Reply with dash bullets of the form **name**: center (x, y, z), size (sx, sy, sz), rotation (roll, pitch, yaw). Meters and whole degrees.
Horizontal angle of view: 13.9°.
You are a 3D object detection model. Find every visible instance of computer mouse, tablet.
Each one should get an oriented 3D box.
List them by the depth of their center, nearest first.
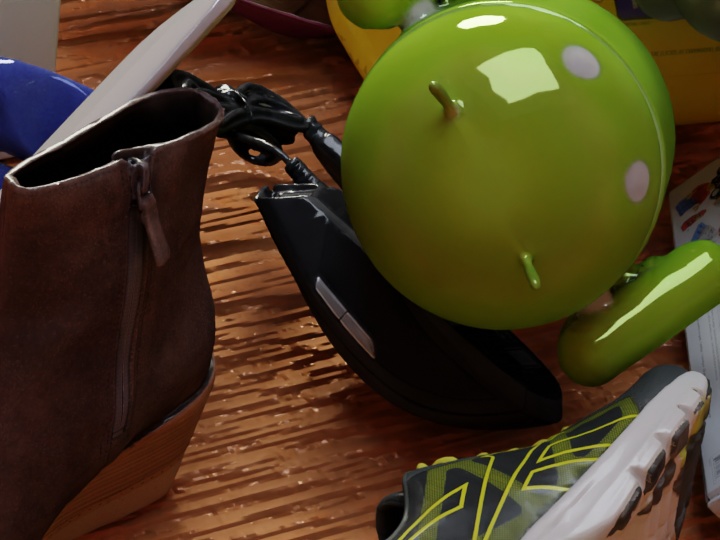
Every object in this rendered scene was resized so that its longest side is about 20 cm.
- **tablet**: center (-0.122, -0.022, 1.039), size (0.014, 0.130, 0.200), rotation (43, 79, -8)
- **computer mouse**: center (0.000, 0.000, 1.148), size (0.200, 0.046, 0.140), rotation (42, 12, 10)

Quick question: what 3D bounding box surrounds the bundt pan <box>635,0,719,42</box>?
- **bundt pan**: center (0.171, -0.150, 1.177), size (0.201, 0.076, 0.202), rotation (4, 35, -3)

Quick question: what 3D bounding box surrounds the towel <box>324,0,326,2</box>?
- **towel**: center (0.067, -0.126, 1.360), size (0.144, 0.024, 0.200), rotation (-20, 44, -35)

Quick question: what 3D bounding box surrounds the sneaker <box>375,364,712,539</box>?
- **sneaker**: center (0.055, 0.083, 1.025), size (0.084, 0.075, 0.200), rotation (24, 39, 22)

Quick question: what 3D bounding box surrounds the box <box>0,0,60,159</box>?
- **box**: center (-0.222, -0.131, 1.250), size (0.124, 0.098, 0.200), rotation (-12, 40, -26)

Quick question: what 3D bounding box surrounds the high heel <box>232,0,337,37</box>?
- **high heel**: center (-0.075, -0.157, 1.269), size (0.096, 0.068, 0.200), rotation (29, 5, 38)

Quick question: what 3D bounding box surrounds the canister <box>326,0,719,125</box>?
- **canister**: center (0.099, -0.117, 1.262), size (0.199, 0.087, 0.149), rotation (-5, 35, -19)

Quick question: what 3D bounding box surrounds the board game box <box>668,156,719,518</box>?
- **board game box**: center (0.181, 0.001, 1.127), size (0.035, 0.126, 0.200), rotation (42, 27, -25)

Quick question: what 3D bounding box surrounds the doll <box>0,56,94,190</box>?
- **doll**: center (-0.174, -0.051, 1.129), size (0.199, 0.137, 0.048), rotation (22, 15, -11)

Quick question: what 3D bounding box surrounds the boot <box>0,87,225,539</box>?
- **boot**: center (-0.124, 0.037, 0.975), size (0.072, 0.167, 0.200), rotation (31, 41, 29)

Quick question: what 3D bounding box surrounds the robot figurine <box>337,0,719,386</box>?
- **robot figurine**: center (0.055, -0.043, 1.078), size (0.115, 0.176, 0.200), rotation (-29, 4, 12)
